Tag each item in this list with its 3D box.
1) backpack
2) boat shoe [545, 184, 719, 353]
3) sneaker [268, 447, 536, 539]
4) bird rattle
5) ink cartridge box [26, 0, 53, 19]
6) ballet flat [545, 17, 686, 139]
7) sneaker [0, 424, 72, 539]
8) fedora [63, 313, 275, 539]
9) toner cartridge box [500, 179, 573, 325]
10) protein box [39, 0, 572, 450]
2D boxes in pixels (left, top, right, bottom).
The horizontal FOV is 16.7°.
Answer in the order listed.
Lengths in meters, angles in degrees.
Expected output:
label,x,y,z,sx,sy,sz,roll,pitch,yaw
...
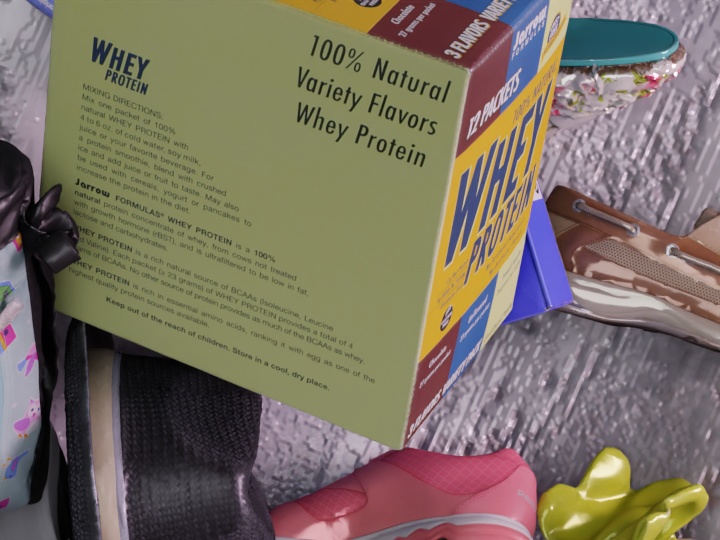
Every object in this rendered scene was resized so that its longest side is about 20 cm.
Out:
label,x,y,z,sx,sy,sz,roll,pitch,yaw
backpack,-0.211,0.028,1.127,0.126,0.167,0.201,-15,124,-28
boat shoe,0.179,0.004,1.249,0.199,0.076,0.072,14,89,3
sneaker,0.004,0.135,1.267,0.199,0.087,0.074,-7,133,23
bird rattle,0.143,0.200,1.241,0.162,0.113,0.201,18,94,-12
ink cartridge box,-0.075,-0.192,1.285,0.119,0.042,0.200,35,91,3
ballet flat,0.068,-0.098,1.269,0.199,0.076,0.064,4,121,9
sneaker,-0.162,0.173,1.229,0.073,0.112,0.201,-10,46,11
fedora,-0.090,0.099,1.194,0.091,0.201,0.202,-6,89,-2
toner cartridge box,0.000,0.000,1.247,0.199,0.043,0.095,-17,88,23
protein box,-0.027,-0.064,1.118,0.198,0.135,0.201,21,126,16
